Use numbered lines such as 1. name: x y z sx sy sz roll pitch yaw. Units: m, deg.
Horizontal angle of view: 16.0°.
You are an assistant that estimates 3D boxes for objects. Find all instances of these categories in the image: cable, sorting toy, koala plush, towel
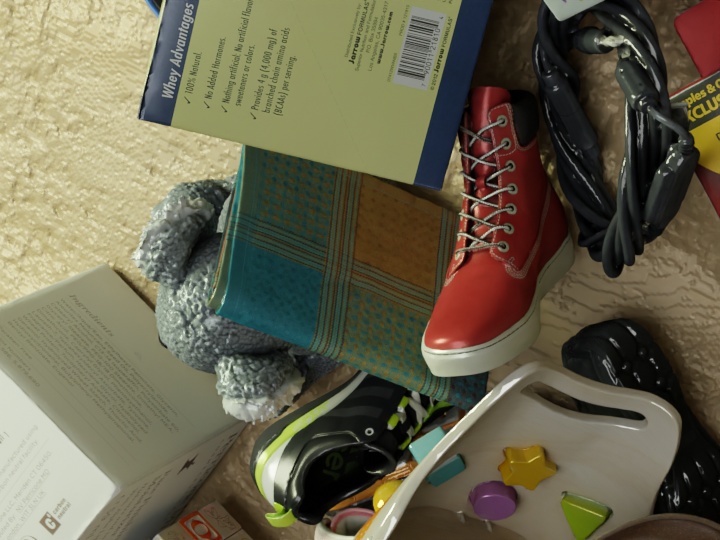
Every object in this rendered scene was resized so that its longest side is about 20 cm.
1. cable: 0.149 -0.088 1.622 0.164 0.051 0.200 61 160 26
2. sorting toy: 0.112 0.135 1.645 0.199 0.107 0.180 19 126 -21
3. koala plush: -0.070 0.009 1.720 0.183 0.200 0.178 -27 90 29
4. towel: 0.000 0.000 1.673 0.199 0.147 0.022 23 144 -19

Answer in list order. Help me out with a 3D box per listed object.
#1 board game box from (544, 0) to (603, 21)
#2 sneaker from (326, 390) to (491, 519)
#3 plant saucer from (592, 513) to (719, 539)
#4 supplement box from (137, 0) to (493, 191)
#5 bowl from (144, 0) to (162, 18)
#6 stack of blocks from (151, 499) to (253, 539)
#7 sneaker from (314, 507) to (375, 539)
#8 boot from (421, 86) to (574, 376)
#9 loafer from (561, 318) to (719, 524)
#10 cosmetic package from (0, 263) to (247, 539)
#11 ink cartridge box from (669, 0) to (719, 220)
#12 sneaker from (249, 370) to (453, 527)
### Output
1. board game box: 0.195 -0.250 1.545 0.199 0.148 0.064 -24 122 28
2. sneaker: 0.064 0.143 1.768 0.199 0.078 0.077 -18 114 29
3. plant saucer: 0.174 0.246 1.635 0.037 0.199 0.202 -153 60 -61
4. supplement box: -0.022 -0.182 1.640 0.199 0.134 0.201 13 109 -5
5. bowl: -0.077 -0.238 1.752 0.200 0.039 0.202 7 106 25
6. stack of blocks: -0.156 0.259 1.877 0.059 0.115 0.200 45 117 9
7. sneaker: 0.007 0.214 1.762 0.075 0.200 0.105 -7 85 -4
8. boot: 0.075 -0.032 1.621 0.072 0.200 0.145 -3 117 23
9. loafer: 0.197 0.125 1.700 0.070 0.068 0.201 -20 100 59
10. cosmetic package: -0.216 0.125 1.823 0.165 0.200 0.165 44 118 11
11. ink cartridge box: 0.294 -0.115 1.572 0.200 0.084 0.176 -29 89 30
12. sneaker: 0.018 0.108 1.727 0.200 0.083 0.072 -37 125 -5
